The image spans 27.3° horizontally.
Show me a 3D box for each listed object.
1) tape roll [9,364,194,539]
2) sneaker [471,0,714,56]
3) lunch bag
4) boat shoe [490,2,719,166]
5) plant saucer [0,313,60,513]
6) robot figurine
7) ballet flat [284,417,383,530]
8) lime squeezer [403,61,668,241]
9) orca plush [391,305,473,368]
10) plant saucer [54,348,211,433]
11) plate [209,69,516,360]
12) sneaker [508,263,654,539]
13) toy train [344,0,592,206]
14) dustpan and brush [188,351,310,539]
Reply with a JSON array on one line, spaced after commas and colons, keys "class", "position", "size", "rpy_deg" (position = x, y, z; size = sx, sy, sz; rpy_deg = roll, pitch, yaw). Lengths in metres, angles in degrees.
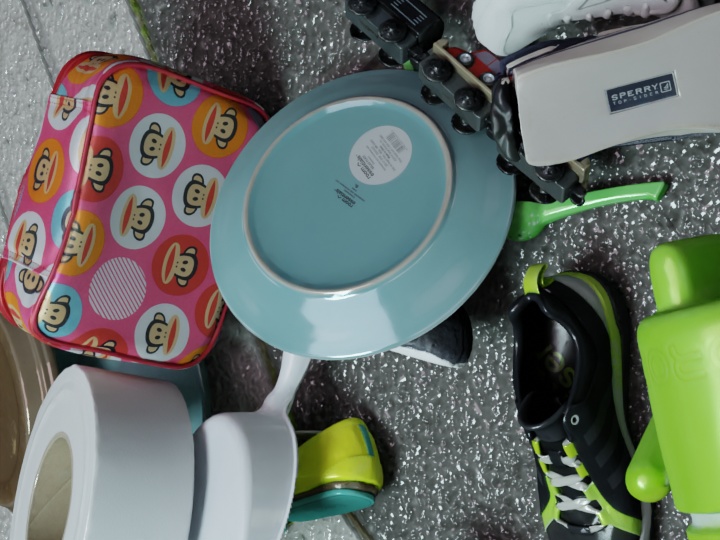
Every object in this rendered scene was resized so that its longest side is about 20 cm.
[{"class": "tape roll", "position": [-0.182, 0.169, 1.018], "size": [0.202, 0.071, 0.203], "rpy_deg": [-38, 46, 53]}, {"class": "sneaker", "position": [0.144, -0.164, 0.815], "size": [0.200, 0.078, 0.099], "rpy_deg": [-37, 87, 44]}, {"class": "lunch bag", "position": [-0.138, -0.036, 0.999], "size": [0.082, 0.176, 0.200], "rpy_deg": [20, 93, 50]}, {"class": "boat shoe", "position": [0.164, -0.109, 0.793], "size": [0.200, 0.093, 0.075], "rpy_deg": [-8, 108, 2]}, {"class": "plant saucer", "position": [-0.286, 0.104, 1.190], "size": [0.200, 0.029, 0.200], "rpy_deg": [19, 114, 54]}, {"class": "robot figurine", "position": [0.210, 0.075, 0.757], "size": [0.175, 0.116, 0.200], "rpy_deg": [-18, 84, 40]}, {"class": "ballet flat", "position": [-0.064, 0.152, 1.035], "size": [0.200, 0.067, 0.067], "rpy_deg": [-26, 57, 35]}, {"class": "lime squeezer", "position": [0.084, -0.061, 0.897], "size": [0.200, 0.038, 0.071], "rpy_deg": [32, 114, 34]}, {"class": "orca plush", "position": [0.000, 0.000, 0.946], "size": [0.200, 0.105, 0.071], "rpy_deg": [24, 101, 58]}, {"class": "plant saucer", "position": [-0.177, 0.094, 1.131], "size": [0.200, 0.036, 0.200], "rpy_deg": [6, 99, 39]}, {"class": "plate", "position": [-0.005, -0.042, 0.896], "size": [0.200, 0.026, 0.200], "rpy_deg": [-11, 60, 19]}, {"class": "sneaker", "position": [0.115, 0.095, 0.860], "size": [0.072, 0.083, 0.200], "rpy_deg": [-8, 90, 40]}, {"class": "toy train", "position": [0.067, -0.108, 0.879], "size": [0.200, 0.046, 0.034], "rpy_deg": [45, 159, 24]}, {"class": "dustpan and brush", "position": [-0.071, 0.116, 0.981], "size": [0.140, 0.057, 0.200], "rpy_deg": [8, 85, 59]}]
